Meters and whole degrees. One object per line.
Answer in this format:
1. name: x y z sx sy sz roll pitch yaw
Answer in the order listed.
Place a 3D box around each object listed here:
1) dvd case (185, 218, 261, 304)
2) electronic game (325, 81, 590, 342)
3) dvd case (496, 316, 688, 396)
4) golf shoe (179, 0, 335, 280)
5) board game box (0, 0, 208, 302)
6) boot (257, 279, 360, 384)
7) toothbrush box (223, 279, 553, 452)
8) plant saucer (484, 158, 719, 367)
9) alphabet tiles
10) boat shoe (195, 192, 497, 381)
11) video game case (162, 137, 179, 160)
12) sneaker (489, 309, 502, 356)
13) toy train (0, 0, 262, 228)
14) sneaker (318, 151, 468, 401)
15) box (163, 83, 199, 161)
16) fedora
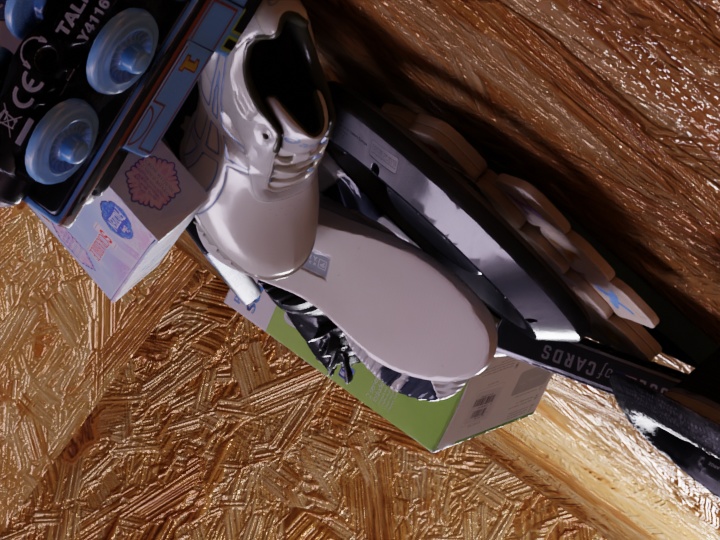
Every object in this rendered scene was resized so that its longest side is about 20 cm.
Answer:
1. dvd case: -0.121 -0.053 1.814 0.143 0.018 0.200 54 178 11
2. electronic game: 0.050 -0.032 1.550 0.200 0.042 0.200 42 177 3
3. dvd case: 0.160 0.063 1.692 0.150 0.025 0.200 20 -179 8
4. golf shoe: -0.050 -0.070 1.505 0.097 0.078 0.200 39 147 50
5. board game box: -0.177 -0.084 1.572 0.200 0.041 0.200 49 165 -1
6. boot: -0.049 -0.029 1.877 0.198 0.073 0.162 62 -176 20
7. toothbrush box: 0.029 0.030 2.016 0.200 0.086 0.146 36 -155 22
8. plant saucer: 0.139 -0.001 1.670 0.200 0.019 0.070 40 173 -29
9. alphabet tiles: 0.090 -0.020 1.621 0.200 0.015 0.196 45 172 -24
10. boat shoe: 0.000 0.000 1.615 0.200 0.072 0.069 22 -156 25
11. video game case: -0.179 -0.115 1.617 0.200 0.018 0.143 30 157 49
12. sneaker: 0.052 -0.025 1.814 0.200 0.074 0.088 46 149 -20
13. toy train: -0.123 -0.115 1.409 0.087 0.200 0.114 33 -175 27
14. sneaker: 0.018 -0.025 1.723 0.199 0.079 0.130 53 -154 -5
15. box: -0.137 -0.140 1.618 0.200 0.079 0.141 50 167 -10
16. fedora: 0.221 0.080 1.411 0.201 0.092 0.201 36 175 4
